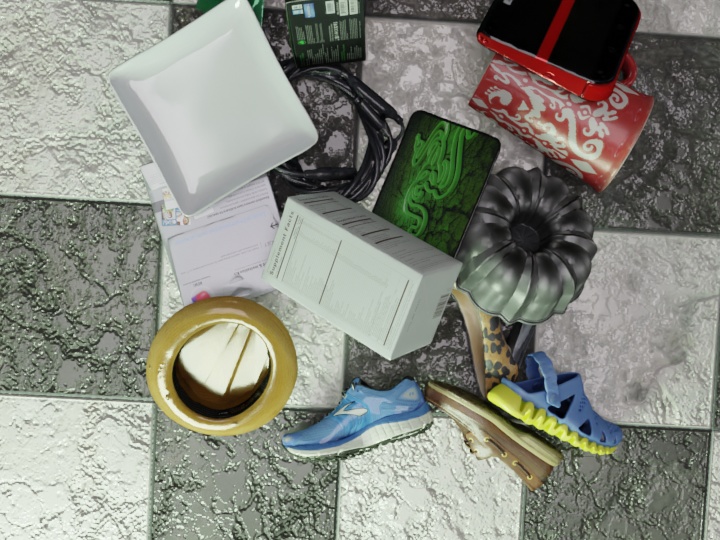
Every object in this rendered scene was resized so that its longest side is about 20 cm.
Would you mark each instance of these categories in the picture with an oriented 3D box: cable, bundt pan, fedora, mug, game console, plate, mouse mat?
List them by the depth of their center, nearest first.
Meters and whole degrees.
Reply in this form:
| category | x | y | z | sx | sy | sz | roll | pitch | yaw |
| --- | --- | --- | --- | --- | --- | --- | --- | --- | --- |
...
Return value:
| category | x | y | z | sx | sy | sz | roll | pitch | yaw |
| --- | --- | --- | --- | --- | --- | --- | --- | --- | --- |
| game console | 0.245 | -0.299 | 1.317 | 0.174 | 0.031 | 0.201 | 25 | 50 | 5 |
| plate | -0.177 | -0.199 | 1.319 | 0.197 | 0.032 | 0.202 | -28 | 97 | 7 |
| bundt pan | 0.202 | -0.041 | 1.330 | 0.198 | 0.076 | 0.206 | 4 | 68 | -11 |
| mouse mat | 0.082 | -0.088 | 1.340 | 0.007 | 0.160 | 0.203 | 19 | 96 | -46 |
| fedora | -0.171 | 0.108 | 1.353 | 0.196 | 0.082 | 0.204 | -1 | 117 | -2 |
| mug | 0.249 | -0.215 | 1.356 | 0.198 | 0.178 | 0.134 | 29 | 129 | 1 |
| cable | -0.053 | -0.179 | 1.366 | 0.199 | 0.051 | 0.164 | 36 | 91 | -10 |

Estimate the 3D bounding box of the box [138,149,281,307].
| category | x | y | z | sx | sy | sz | roll | pitch | yaw |
| --- | --- | --- | --- | --- | --- | --- | --- | --- | --- |
| box | -0.177 | -0.058 | 1.376 | 0.153 | 0.041 | 0.204 | -18 | 93 | -1 |

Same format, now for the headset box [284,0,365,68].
| category | x | y | z | sx | sy | sz | roll | pitch | yaw |
| --- | --- | --- | --- | --- | --- | --- | --- | --- | --- |
| headset box | -0.048 | -0.371 | 1.274 | 0.091 | 0.174 | 0.204 | -6 | 77 | -1 |

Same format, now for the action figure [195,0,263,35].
| category | x | y | z | sx | sy | sz | roll | pitch | yaw |
| --- | --- | --- | --- | --- | --- | --- | --- | --- | --- |
| action figure | -0.138 | -0.399 | 1.314 | 0.117 | 0.054 | 0.203 | 28 | 118 | 27 |

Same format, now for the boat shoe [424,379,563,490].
| category | x | y | z | sx | sy | sz | roll | pitch | yaw |
| --- | --- | --- | --- | --- | --- | --- | --- | --- | --- |
| boat shoe | 0.162 | 0.211 | 1.386 | 0.198 | 0.072 | 0.068 | 32 | 94 | -2 |

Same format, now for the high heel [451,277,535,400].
| category | x | y | z | sx | sy | sz | roll | pitch | yaw |
| --- | --- | --- | --- | --- | --- | --- | --- | --- | --- |
| high heel | 0.127 | 0.069 | 1.376 | 0.197 | 0.071 | 0.145 | 26 | 89 | -10 |

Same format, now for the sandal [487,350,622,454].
| category | x | y | z | sx | sy | sz | roll | pitch | yaw |
| --- | --- | --- | --- | --- | --- | --- | --- | --- | --- |
| sandal | 0.259 | 0.168 | 1.367 | 0.198 | 0.079 | 0.088 | 28 | 90 | -25 |

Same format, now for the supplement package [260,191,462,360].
| category | x | y | z | sx | sy | sz | roll | pitch | yaw |
| --- | --- | --- | --- | --- | --- | --- | --- | --- | --- |
| supplement package | 0.000 | 0.000 | 1.284 | 0.198 | 0.109 | 0.115 | 31 | 111 | 24 |

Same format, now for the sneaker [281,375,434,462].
| category | x | y | z | sx | sy | sz | roll | pitch | yaw |
| --- | --- | --- | --- | --- | --- | --- | --- | --- | --- |
| sneaker | -0.009 | 0.188 | 1.387 | 0.196 | 0.079 | 0.091 | -18 | 73 | 4 |
